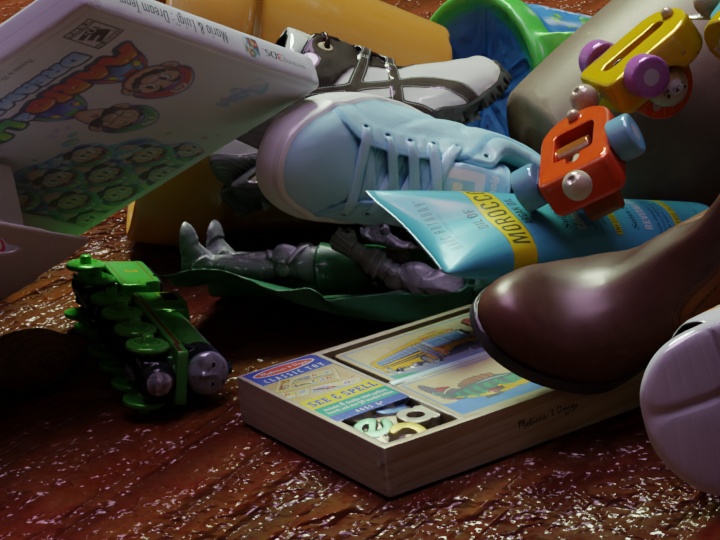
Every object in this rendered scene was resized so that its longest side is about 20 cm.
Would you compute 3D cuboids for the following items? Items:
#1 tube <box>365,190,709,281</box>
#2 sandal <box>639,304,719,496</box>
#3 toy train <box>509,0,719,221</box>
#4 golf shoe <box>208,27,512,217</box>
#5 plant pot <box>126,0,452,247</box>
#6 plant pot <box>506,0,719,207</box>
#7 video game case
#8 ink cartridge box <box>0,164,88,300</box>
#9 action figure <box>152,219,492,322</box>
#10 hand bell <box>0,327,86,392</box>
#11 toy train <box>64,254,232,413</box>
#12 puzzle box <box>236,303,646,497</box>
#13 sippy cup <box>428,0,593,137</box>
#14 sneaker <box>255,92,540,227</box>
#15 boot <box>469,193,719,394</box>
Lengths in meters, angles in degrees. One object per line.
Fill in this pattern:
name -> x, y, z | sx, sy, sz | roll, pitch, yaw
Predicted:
tube -> 0.102, -0.015, 1.070 | 0.199, 0.051, 0.077 | 2, 25, -34
sandal -> 0.194, 0.043, 0.910 | 0.206, 0.080, 0.059 | -16, 12, -32
toy train -> 0.173, -0.091, 1.050 | 0.199, 0.056, 0.150 | -29, 24, 18
golf shoe -> -0.002, -0.105, 1.182 | 0.199, 0.095, 0.078 | -22, 0, -30
plant pot -> -0.043, -0.105, 1.296 | 0.182, 0.201, 0.200 | 9, 16, -9
plant pot -> 0.185, -0.093, 1.191 | 0.174, 0.201, 0.200 | -27, 22, -10
video game case -> -0.150, -0.075, 1.052 | 0.199, 0.024, 0.182 | -29, -24, 29
ink cartridge box -> -0.245, -0.008, 1.020 | 0.199, 0.068, 0.117 | -28, -22, 29
action figure -> 0.000, 0.000, 1.137 | 0.199, 0.055, 0.118 | 6, 7, 17
hand bell -> -0.202, 0.053, 1.023 | 0.104, 0.105, 0.200 | 5, 8, 31
toy train -> -0.117, 0.031, 1.104 | 0.056, 0.042, 0.200 | 0, 15, -20
puzzle box -> 0.057, 0.052, 1.002 | 0.199, 0.026, 0.133 | -17, 20, -31
sippy cup -> 0.123, -0.117, 1.362 | 0.130, 0.140, 0.178 | -5, 24, -36
sneaker -> 0.038, -0.053, 1.104 | 0.199, 0.074, 0.082 | 1, 8, -42
boot -> 0.160, -0.026, 0.900 | 0.187, 0.200, 0.069 | 5, 51, -17
